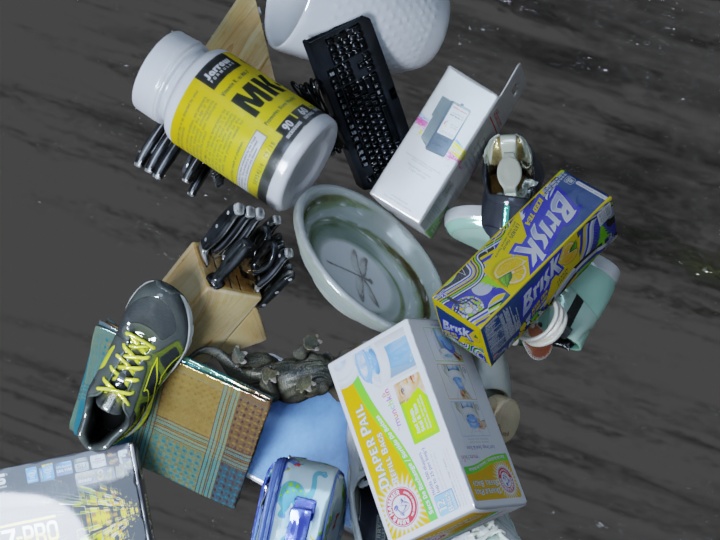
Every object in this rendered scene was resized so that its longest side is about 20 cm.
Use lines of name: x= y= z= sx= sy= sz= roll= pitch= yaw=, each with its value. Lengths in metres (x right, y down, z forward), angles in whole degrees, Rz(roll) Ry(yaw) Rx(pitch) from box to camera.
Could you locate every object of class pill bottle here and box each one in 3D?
pill bottle: x=-0.133 y=-0.159 z=1.729 sx=0.199 sy=0.114 sz=0.115 roll=33 pitch=77 yaw=12

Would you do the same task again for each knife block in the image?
knife block: x=-0.163 y=0.016 z=1.706 sx=0.198 sy=0.176 sz=0.064 roll=-19 pitch=54 yaw=-3
knife block: x=-0.176 y=-0.189 z=1.832 sx=0.174 sy=0.064 sz=0.202 roll=-13 pitch=75 yaw=-3

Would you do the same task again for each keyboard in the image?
keyboard: x=-0.004 y=-0.165 z=1.766 sx=0.103 sy=0.201 sz=0.040 roll=-25 pitch=34 yaw=-3

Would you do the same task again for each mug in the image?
mug: x=-0.001 y=-0.308 z=1.824 sx=0.174 sy=0.148 sz=0.201 roll=14 pitch=40 yaw=-23

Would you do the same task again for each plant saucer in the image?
plant saucer: x=0.000 y=0.000 z=1.738 sx=0.050 sy=0.200 sz=0.201 roll=-45 pitch=75 yaw=29

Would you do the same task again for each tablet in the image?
tablet: x=-0.043 y=0.186 z=1.750 sx=0.199 sy=0.014 sz=0.131 roll=27 pitch=76 yaw=7

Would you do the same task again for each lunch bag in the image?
lunch bag: x=-0.067 y=0.286 z=1.639 sx=0.082 sy=0.161 sz=0.202 roll=10 pitch=82 yaw=4

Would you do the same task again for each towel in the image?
towel: x=-0.199 y=0.150 z=1.719 sx=0.199 sy=0.022 sz=0.148 roll=23 pitch=117 yaw=6

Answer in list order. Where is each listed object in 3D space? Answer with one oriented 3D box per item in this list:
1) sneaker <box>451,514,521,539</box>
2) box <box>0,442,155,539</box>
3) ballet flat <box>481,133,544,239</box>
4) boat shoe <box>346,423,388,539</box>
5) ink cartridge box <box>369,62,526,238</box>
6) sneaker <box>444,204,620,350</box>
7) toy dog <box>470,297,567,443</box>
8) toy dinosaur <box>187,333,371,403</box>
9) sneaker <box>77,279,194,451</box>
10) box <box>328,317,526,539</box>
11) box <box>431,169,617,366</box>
sneaker: x=0.133 y=0.274 z=1.688 sx=0.070 sy=0.080 sz=0.201 roll=-34 pitch=75 yaw=-6
box: x=-0.313 y=0.275 z=1.702 sx=0.198 sy=0.049 sz=0.163 roll=-10 pitch=83 yaw=-1
ballet flat: x=0.160 y=-0.102 z=1.742 sx=0.072 sy=0.074 sz=0.201 roll=7 pitch=33 yaw=3
boat shoe: x=0.022 y=0.216 z=1.699 sx=0.073 sy=0.065 sz=0.202 roll=-5 pitch=74 yaw=0
ink cartridge box: x=0.096 y=-0.142 z=1.767 sx=0.067 sy=0.117 sz=0.201 roll=32 pitch=89 yaw=11
sneaker: x=0.166 y=0.011 z=1.761 sx=0.199 sy=0.074 sz=0.119 roll=24 pitch=72 yaw=6
toy dog: x=0.145 y=0.092 z=1.719 sx=0.132 sy=0.096 sz=0.201 roll=38 pitch=103 yaw=34
toy dinosaur: x=-0.081 y=0.112 z=1.718 sx=0.198 sy=0.102 sz=0.078 roll=-8 pitch=65 yaw=1
sneaker: x=-0.225 y=0.103 z=1.648 sx=0.074 sy=0.085 sz=0.201 roll=25 pitch=118 yaw=3
box: x=0.066 y=0.162 z=1.641 sx=0.112 sy=0.101 sz=0.201 roll=-31 pitch=69 yaw=30
box: x=0.165 y=-0.005 z=1.632 sx=0.070 sy=0.065 sz=0.200 roll=32 pitch=65 yaw=34
